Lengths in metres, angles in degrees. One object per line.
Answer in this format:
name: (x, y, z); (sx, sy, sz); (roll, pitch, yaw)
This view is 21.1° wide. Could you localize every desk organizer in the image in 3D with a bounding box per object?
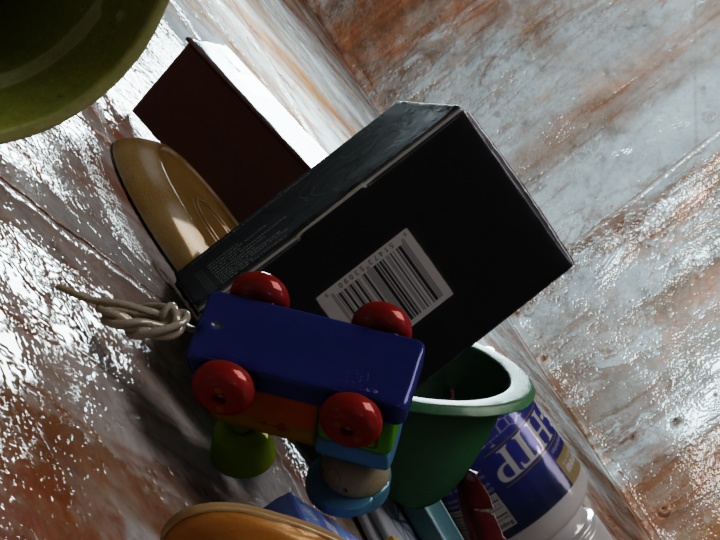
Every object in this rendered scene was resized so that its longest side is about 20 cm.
desk organizer: (-0.082, -0.085, 1.523); (0.200, 0.077, 0.072); (47, 16, 15)

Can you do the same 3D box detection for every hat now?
hat: (0.034, 0.152, 1.363); (0.200, 0.164, 0.178); (-135, -131, -65)

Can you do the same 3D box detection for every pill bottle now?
pill bottle: (0.123, 0.176, 1.641); (0.201, 0.119, 0.120); (53, 7, -9)

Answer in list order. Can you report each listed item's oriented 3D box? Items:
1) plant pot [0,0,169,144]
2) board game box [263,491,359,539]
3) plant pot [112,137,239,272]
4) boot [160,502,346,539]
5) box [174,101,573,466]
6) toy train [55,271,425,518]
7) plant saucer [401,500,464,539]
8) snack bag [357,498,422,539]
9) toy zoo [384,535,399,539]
plant pot: (-0.213, -0.190, 0.966); (0.201, 0.200, 0.184); (49, -2, -38)
board game box: (0.030, 0.238, 1.058); (0.200, 0.043, 0.200); (43, 15, -55)
plant pot: (-0.109, -0.020, 1.409); (0.201, 0.027, 0.200); (54, 7, -9)
boot: (-0.013, 0.203, 0.871); (0.201, 0.071, 0.144); (34, 33, -17)
box: (0.000, 0.000, 1.201); (0.124, 0.200, 0.197); (53, -4, -12)
toy train: (-0.069, 0.067, 1.060); (0.116, 0.198, 0.085); (96, 10, -45)
plant saucer: (0.060, 0.195, 1.392); (0.201, 0.019, 0.070); (60, 9, 22)
snack bag: (0.026, 0.174, 1.419); (0.189, 0.021, 0.200); (60, 9, 29)
toy zoo: (0.063, 0.228, 1.060); (0.131, 0.020, 0.201); (47, 11, -41)
